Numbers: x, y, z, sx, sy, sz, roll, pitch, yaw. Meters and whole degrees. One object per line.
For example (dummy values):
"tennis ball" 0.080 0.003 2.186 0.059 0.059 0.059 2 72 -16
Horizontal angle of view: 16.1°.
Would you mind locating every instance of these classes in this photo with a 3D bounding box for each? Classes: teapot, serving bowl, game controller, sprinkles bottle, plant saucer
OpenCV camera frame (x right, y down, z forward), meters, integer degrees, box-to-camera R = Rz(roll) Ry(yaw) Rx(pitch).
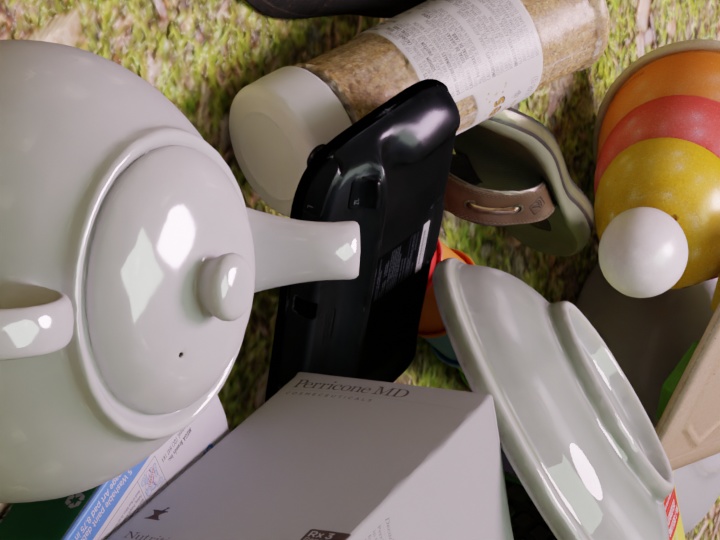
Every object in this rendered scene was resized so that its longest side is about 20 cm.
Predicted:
"teapot" -0.110 0.003 0.992 0.201 0.145 0.198 -64 143 -29
"serving bowl" 0.194 0.081 1.585 0.200 0.065 0.202 -15 108 -57
"game controller" 0.000 0.000 1.202 0.104 0.042 0.201 -46 157 -39
"sprinkles bottle" 0.031 -0.094 1.230 0.199 0.068 0.069 -29 120 -32
"plant saucer" 0.106 0.072 1.235 0.201 0.050 0.200 55 11 -17

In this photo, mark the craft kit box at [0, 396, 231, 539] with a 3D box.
"craft kit box" -0.101 0.170 1.129 0.200 0.048 0.198 -56 136 -39

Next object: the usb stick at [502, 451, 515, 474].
"usb stick" 0.096 0.139 1.462 0.200 0.032 0.056 47 48 -51

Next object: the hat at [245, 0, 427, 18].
"hat" 0.013 -0.206 1.211 0.200 0.200 0.081 25 33 -57

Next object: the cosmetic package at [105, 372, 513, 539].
"cosmetic package" -0.027 0.126 1.101 0.200 0.112 0.082 -44 130 -50

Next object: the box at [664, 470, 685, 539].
"box" 0.174 0.222 1.515 0.075 0.050 0.201 -53 134 -58

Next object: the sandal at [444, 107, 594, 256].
"sandal" 0.070 -0.046 1.356 0.058 0.079 0.201 -61 144 -12

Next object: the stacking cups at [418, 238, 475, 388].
"stacking cups" 0.046 0.021 1.351 0.200 0.060 0.061 37 63 -49

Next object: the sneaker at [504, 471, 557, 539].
"sneaker" 0.090 0.147 1.337 0.199 0.085 0.078 31 104 -33

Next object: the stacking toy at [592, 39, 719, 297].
"stacking toy" 0.176 -0.035 1.443 0.200 0.145 0.147 -46 132 -56

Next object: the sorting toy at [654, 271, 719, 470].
"sorting toy" 0.234 0.031 1.477 0.185 0.036 0.201 -11 135 -55
